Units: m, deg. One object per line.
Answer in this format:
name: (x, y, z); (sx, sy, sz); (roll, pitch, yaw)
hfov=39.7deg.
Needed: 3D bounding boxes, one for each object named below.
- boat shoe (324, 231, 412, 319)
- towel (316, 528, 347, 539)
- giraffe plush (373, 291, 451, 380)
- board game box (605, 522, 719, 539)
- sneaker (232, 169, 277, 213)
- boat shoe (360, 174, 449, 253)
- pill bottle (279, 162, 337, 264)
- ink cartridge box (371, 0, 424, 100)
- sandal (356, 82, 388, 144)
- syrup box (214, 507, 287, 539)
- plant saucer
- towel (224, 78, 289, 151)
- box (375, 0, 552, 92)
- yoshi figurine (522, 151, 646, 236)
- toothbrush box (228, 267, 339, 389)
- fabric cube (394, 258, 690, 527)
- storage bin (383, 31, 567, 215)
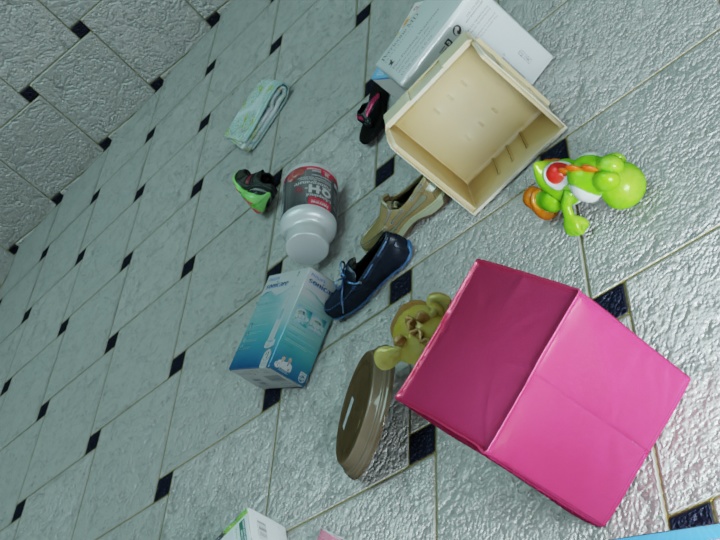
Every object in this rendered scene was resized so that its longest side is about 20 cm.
boat shoe: (0.000, 0.000, 1.705); (0.200, 0.069, 0.084); (-46, 30, 19)
towel: (-0.060, 0.462, 1.361); (0.146, 0.030, 0.200); (5, 65, 60)
giraffe plush: (0.101, 0.105, 1.338); (0.200, 0.162, 0.173); (5, 65, 59)
board game box: (0.310, 0.268, 0.804); (0.196, 0.200, 0.056); (-26, 41, 45)
sneaker: (-0.234, -0.190, 2.285); (0.084, 0.077, 0.200); (-38, 32, -3)
boat shoe: (0.060, -0.103, 1.710); (0.200, 0.076, 0.072); (-40, 32, 28)
pill bottle: (-0.099, -0.108, 1.930); (0.111, 0.111, 0.200); (-38, 33, 30)
ink cartridge box: (0.140, -0.406, 1.850); (0.128, 0.125, 0.200); (14, 73, 61)
sandal: (0.021, -0.336, 2.047); (0.075, 0.045, 0.200); (-29, 38, 40)
syrup box: (-0.201, 0.466, 1.524); (0.200, 0.081, 0.079); (-46, 29, 16)
plant saucer: (0.003, 0.203, 1.453); (0.200, 0.029, 0.201); (-164, 90, -80)
towel: (-0.269, -0.405, 2.572); (0.200, 0.048, 0.171); (-56, 29, 0)
box: (0.171, -0.347, 1.660); (0.199, 0.200, 0.131); (-52, 29, 8)
yoshi figurine: (0.309, -0.111, 1.342); (0.112, 0.113, 0.200); (-20, 5, -16)
toothbrush box: (-0.133, 0.105, 1.788); (0.146, 0.085, 0.200); (-13, 51, 53)
fabric cube: (0.200, 0.133, 1.119); (0.200, 0.199, 0.196); (-59, 29, -4)
storage bin: (0.171, -0.228, 1.542); (0.200, 0.198, 0.094); (-44, 27, 22)
